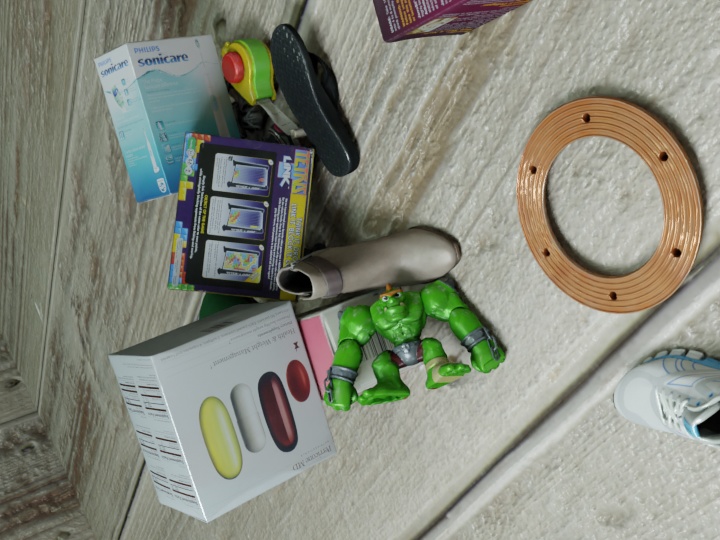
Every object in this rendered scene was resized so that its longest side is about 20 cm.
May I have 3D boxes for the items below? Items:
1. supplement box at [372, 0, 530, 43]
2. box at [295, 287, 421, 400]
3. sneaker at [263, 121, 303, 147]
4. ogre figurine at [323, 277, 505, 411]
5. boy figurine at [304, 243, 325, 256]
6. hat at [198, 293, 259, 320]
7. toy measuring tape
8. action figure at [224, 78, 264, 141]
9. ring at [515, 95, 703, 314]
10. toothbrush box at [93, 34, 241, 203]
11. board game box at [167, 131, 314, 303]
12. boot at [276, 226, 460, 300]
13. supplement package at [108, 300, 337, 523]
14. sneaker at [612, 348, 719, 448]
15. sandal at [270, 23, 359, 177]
[{"bbox_3d":[0.109,-0.277,0.739,0.200,0.110,0.086,-9,97,55],"label":"supplement box"},{"bbox_3d":[-0.035,0.100,1.087,0.200,0.128,0.109,-20,90,56],"label":"box"},{"bbox_3d":[-0.127,-0.115,1.163,0.081,0.075,0.200,47,137,31],"label":"sneaker"},{"bbox_3d":[0.049,0.081,0.949,0.200,0.098,0.120,-25,64,23],"label":"ogre figurine"},{"bbox_3d":[-0.149,-0.007,1.175,0.200,0.124,0.065,-2,101,29],"label":"boy figurine"},{"bbox_3d":[-0.206,0.032,1.240,0.200,0.165,0.176,-143,34,-64],"label":"hat"},{"bbox_3d":[-0.128,-0.254,1.109,0.200,0.073,0.074,47,138,31],"label":"toy measuring tape"},{"bbox_3d":[-0.206,-0.218,1.232,0.200,0.069,0.130,7,104,49],"label":"action figure"},{"bbox_3d":[0.223,-0.058,0.762,0.200,0.019,0.201,28,127,45],"label":"ring"},{"bbox_3d":[-0.252,-0.208,1.133,0.085,0.146,0.200,-6,103,42],"label":"toothbrush box"},{"bbox_3d":[-0.152,-0.066,1.065,0.057,0.165,0.200,168,108,-81],"label":"board game box"},{"bbox_3d":[0.000,0.000,0.978,0.200,0.146,0.070,-8,97,54],"label":"boot"},{"bbox_3d":[-0.166,0.162,1.015,0.147,0.191,0.200,-6,103,55],"label":"supplement package"},{"bbox_3d":[0.284,0.112,0.697,0.200,0.087,0.075,-13,96,56],"label":"sneaker"},{"bbox_3d":[-0.054,-0.216,1.052,0.075,0.048,0.201,-10,109,54],"label":"sandal"}]
